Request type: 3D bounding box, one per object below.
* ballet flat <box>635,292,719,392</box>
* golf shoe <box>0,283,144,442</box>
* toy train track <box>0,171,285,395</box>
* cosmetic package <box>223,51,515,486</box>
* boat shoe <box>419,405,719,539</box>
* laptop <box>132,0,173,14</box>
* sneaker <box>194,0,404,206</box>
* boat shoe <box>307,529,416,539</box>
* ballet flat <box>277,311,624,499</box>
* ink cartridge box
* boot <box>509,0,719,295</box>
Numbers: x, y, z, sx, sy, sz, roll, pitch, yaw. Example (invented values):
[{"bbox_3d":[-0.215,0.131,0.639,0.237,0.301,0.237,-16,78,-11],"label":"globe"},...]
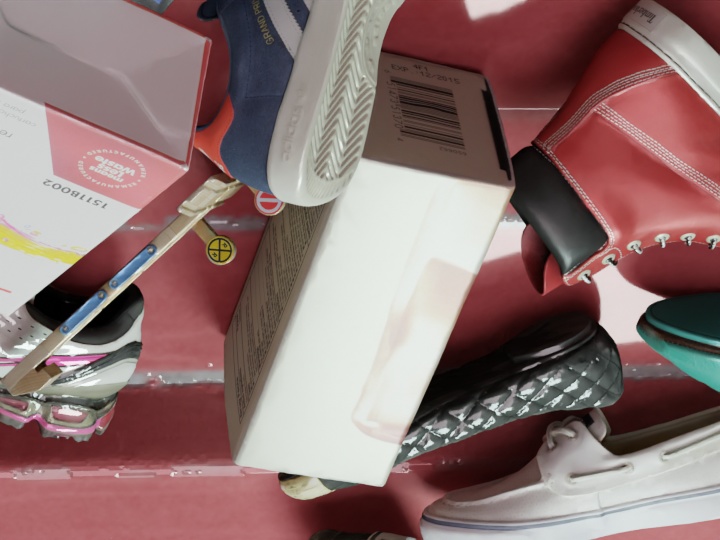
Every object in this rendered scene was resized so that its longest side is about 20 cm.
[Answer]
[{"bbox_3d":[0.247,0.050,1.270,0.199,0.067,0.071,-3,120,-8],"label":"ballet flat"},{"bbox_3d":[-0.206,0.023,1.181,0.199,0.073,0.092,11,118,-29],"label":"golf shoe"},{"bbox_3d":[-0.092,-0.002,1.135,0.200,0.115,0.033,-41,90,8],"label":"toy train track"},{"bbox_3d":[0.000,0.000,1.171,0.087,0.104,0.200,11,127,-16],"label":"cosmetic package"},{"bbox_3d":[0.129,0.112,1.313,0.199,0.071,0.070,-10,102,4],"label":"boat shoe"},{"bbox_3d":[-0.152,-0.134,1.036,0.177,0.201,0.103,29,156,-27],"label":"laptop"},{"bbox_3d":[-0.025,-0.134,1.057,0.075,0.084,0.201,26,84,-62],"label":"sneaker"},{"bbox_3d":[0.018,0.212,1.374,0.063,0.071,0.200,9,144,26],"label":"boat shoe"},{"bbox_3d":[0.049,0.084,1.266,0.199,0.067,0.057,-23,111,7],"label":"ballet flat"},{"bbox_3d":[-0.161,-0.047,0.945,0.116,0.068,0.200,23,147,-25],"label":"ink cartridge box"},{"bbox_3d":[0.163,-0.022,1.173,0.200,0.072,0.144,39,93,-24],"label":"boot"}]
